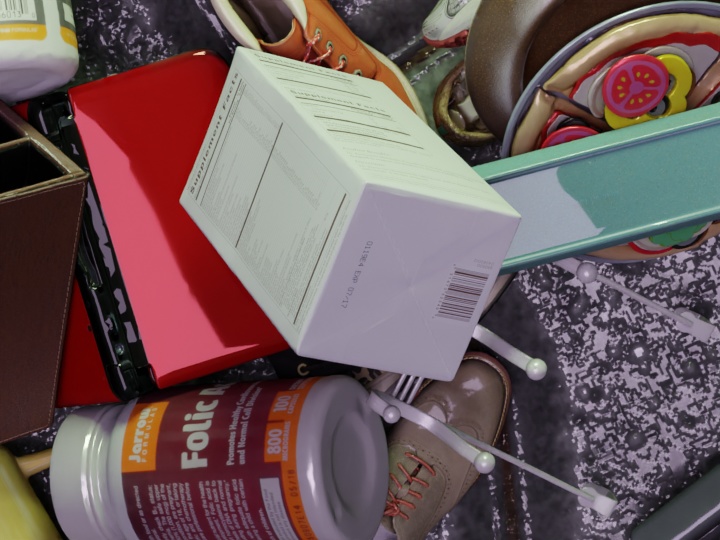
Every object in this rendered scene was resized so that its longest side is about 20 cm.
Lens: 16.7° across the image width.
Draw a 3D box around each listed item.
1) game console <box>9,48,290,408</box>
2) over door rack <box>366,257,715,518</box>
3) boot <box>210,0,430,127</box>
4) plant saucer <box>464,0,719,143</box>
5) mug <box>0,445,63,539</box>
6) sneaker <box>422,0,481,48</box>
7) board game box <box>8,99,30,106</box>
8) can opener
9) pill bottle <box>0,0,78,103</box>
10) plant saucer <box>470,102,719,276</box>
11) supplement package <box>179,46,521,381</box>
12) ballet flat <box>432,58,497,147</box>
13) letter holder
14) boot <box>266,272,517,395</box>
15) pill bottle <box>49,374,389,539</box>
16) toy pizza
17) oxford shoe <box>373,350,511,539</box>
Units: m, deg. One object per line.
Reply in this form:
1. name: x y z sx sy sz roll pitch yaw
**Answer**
1. game console: -0.152 -0.025 1.596 0.172 0.118 0.201 -10 98 54
2. over door rack: 0.122 0.063 1.550 0.199 0.067 0.148 25 98 -26
3. boot: -0.029 -0.127 1.559 0.075 0.107 0.200 -38 97 12
4. plant saucer: 0.164 -0.136 1.509 0.199 0.032 0.201 -9 131 -11
5. mug: -0.257 0.190 1.667 0.149 0.186 0.154 -23 89 45
6. sneaker: 0.095 -0.229 1.540 0.082 0.078 0.201 33 97 7
7. board game box: -0.233 -0.013 1.656 0.120 0.032 0.201 -27 96 9
8. can opener: 0.255 0.117 1.607 0.200 0.053 0.067 -39 62 15
9. pill bottle: -0.247 -0.212 1.549 0.116 0.116 0.201 -11 81 11
10. plant saucer: 0.141 -0.045 1.484 0.199 0.019 0.070 -14 99 0
11. supplement package: -0.011 -0.037 1.449 0.109 0.200 0.114 11 112 -31
12. ballet flat: 0.128 -0.143 1.551 0.200 0.065 0.071 -41 92 14
13. letter holder: -0.266 0.014 1.537 0.100 0.142 0.201 38 132 33
14. boot: 0.000 0.000 1.602 0.200 0.073 0.151 -41 94 20
15. pill bottle: -0.092 0.129 1.582 0.199 0.114 0.115 -6 102 25
16. toy pizza: 0.185 -0.078 1.521 0.199 0.032 0.201 -9 131 -10
17. oxford shoe: 0.035 0.145 1.624 0.070 0.075 0.201 32 105 1
